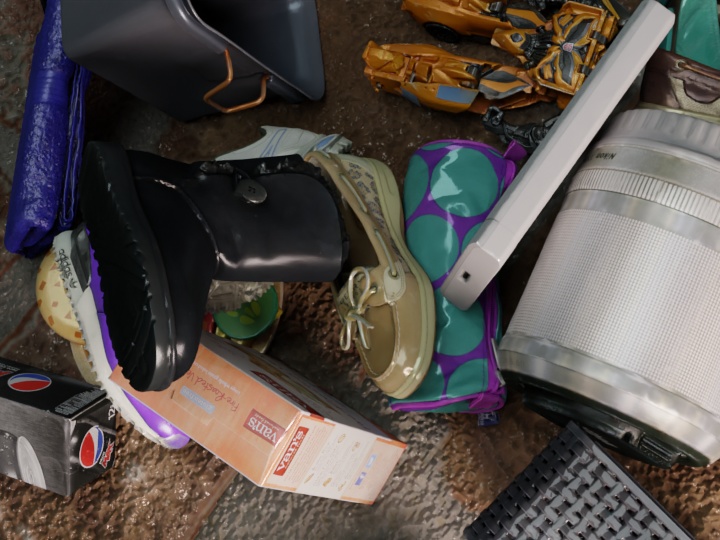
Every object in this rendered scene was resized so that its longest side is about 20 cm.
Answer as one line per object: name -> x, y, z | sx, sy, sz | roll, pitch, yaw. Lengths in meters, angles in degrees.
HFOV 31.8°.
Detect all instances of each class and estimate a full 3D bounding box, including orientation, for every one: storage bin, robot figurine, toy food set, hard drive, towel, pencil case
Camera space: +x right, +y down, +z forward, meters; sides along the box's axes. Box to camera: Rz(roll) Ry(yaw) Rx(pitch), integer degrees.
storage bin -> -0.135, -0.187, 0.998 | 0.134, 0.200, 0.146 | -17, 69, 26
robot figurine -> 0.108, -0.169, 0.969 | 0.199, 0.058, 0.146 | 15, 78, 23
storage bin -> 0.158, 0.182, 0.767 | 0.094, 0.200, 0.135 | -46, 65, 2
toy food set -> -0.153, 0.018, 1.011 | 0.198, 0.049, 0.200 | -38, 65, 5
hard drive -> 0.126, -0.072, 0.828 | 0.027, 0.132, 0.200 | 36, 75, 5
towel -> -0.254, -0.117, 1.047 | 0.049, 0.148, 0.201 | 9, 79, -17
pencil case -> 0.070, 0.007, 0.916 | 0.092, 0.085, 0.201 | -7, 72, 33

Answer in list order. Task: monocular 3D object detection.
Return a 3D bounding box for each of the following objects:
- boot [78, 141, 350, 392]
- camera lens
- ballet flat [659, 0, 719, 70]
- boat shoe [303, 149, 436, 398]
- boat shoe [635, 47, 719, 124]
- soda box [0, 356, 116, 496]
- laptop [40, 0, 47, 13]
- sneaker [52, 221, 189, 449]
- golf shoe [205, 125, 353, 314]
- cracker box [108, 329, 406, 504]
boot -> -0.081, -0.009, 0.806 | 0.077, 0.167, 0.201 | -67, 34, 36
camera lens -> 0.192, 0.017, 0.828 | 0.159, 0.160, 0.201 | 22, 82, 24
ballet flat -> 0.252, -0.196, 0.932 | 0.070, 0.067, 0.201 | 5, 76, -1
boat shoe -> 0.000, 0.000, 0.888 | 0.073, 0.062, 0.201 | -49, 42, 35
boat shoe -> 0.288, -0.115, 0.856 | 0.199, 0.072, 0.072 | 9, 98, 5
soda box -> -0.293, 0.113, 1.011 | 0.199, 0.063, 0.071 | 13, 109, 23
laptop -> -0.200, -0.312, 1.150 | 0.199, 0.116, 0.188 | -15, 67, -16
sneaker -> -0.155, 0.031, 0.944 | 0.099, 0.070, 0.201 | -30, 67, 6
golf shoe -> -0.091, -0.043, 0.959 | 0.097, 0.079, 0.200 | 24, 45, 22
cracker box -> -0.063, 0.098, 0.870 | 0.134, 0.200, 0.058 | 31, 90, 24
